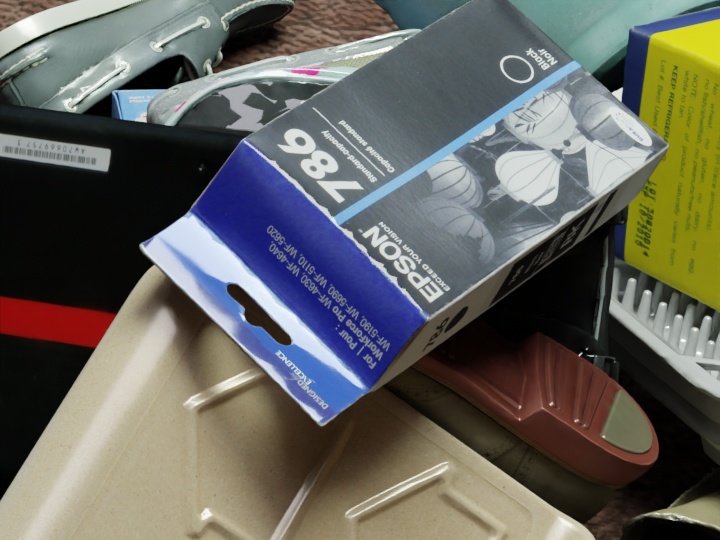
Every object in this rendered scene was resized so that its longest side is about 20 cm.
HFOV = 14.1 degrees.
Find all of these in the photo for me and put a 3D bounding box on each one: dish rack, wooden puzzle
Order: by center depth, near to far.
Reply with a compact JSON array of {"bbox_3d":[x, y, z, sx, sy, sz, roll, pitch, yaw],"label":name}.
[{"bbox_3d":[-0.037,0.121,1.052,0.200,0.046,0.186,34,66,-7],"label":"wooden puzzle"},{"bbox_3d":[0.180,0.041,1.256,0.171,0.044,0.200,3,21,-25],"label":"dish rack"}]

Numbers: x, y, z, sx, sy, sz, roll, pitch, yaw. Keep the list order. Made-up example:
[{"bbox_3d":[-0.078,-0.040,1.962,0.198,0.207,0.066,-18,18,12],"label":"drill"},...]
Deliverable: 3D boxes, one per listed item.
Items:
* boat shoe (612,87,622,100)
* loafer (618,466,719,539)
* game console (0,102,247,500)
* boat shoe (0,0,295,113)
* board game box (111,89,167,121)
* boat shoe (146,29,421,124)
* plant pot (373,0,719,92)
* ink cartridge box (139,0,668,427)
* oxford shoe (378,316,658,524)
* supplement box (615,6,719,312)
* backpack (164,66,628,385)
[{"bbox_3d":[0.165,-0.052,1.424,0.068,0.072,0.200,29,32,31],"label":"boat shoe"},{"bbox_3d":[0.140,0.123,1.150,0.076,0.068,0.200,20,35,22],"label":"loafer"},{"bbox_3d":[-0.128,0.024,1.167,0.199,0.178,0.031,8,2,20],"label":"game console"},{"bbox_3d":[-0.107,-0.111,1.494,0.200,0.073,0.062,-20,80,-40],"label":"boat shoe"},{"bbox_3d":[-0.034,-0.024,1.377,0.151,0.037,0.200,-2,35,-10],"label":"board game box"},{"bbox_3d":[0.000,-0.080,1.370,0.201,0.075,0.065,-17,44,-19],"label":"boat shoe"},{"bbox_3d":[0.115,-0.150,1.469,0.200,0.200,0.134,-20,68,-31],"label":"plant pot"},{"bbox_3d":[0.020,-0.029,1.082,0.099,0.039,0.200,43,48,12],"label":"ink cartridge box"},{"bbox_3d":[0.015,0.043,1.113,0.200,0.075,0.071,33,29,-10],"label":"oxford shoe"},{"bbox_3d":[0.213,-0.032,1.228,0.109,0.109,0.200,-15,31,-37],"label":"supplement box"},{"bbox_3d":[0.000,0.000,1.214,0.199,0.178,0.151,3,1,-6],"label":"backpack"}]
